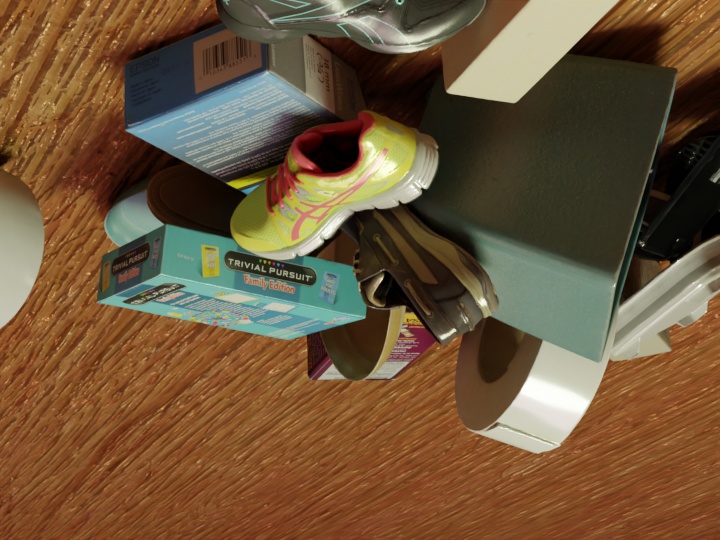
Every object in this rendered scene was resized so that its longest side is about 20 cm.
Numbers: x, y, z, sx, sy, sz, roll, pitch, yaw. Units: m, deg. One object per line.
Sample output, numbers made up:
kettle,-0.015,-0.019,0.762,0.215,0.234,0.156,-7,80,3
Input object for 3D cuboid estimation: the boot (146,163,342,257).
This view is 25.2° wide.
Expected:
boot,-0.129,-0.036,1.483,0.198,0.078,0.155,1,163,-32

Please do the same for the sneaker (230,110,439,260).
sneaker,-0.038,-0.077,1.291,0.199,0.079,0.090,-27,142,30

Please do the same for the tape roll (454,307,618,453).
tape roll,0.163,0.066,1.511,0.070,0.205,0.202,19,152,-17

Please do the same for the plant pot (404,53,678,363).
plant pot,0.139,-0.066,1.352,0.197,0.198,0.197,15,161,11

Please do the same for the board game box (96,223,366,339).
board game box,-0.114,0.013,1.432,0.198,0.048,0.150,13,164,-28

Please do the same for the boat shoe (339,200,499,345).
boat shoe,0.025,-0.009,1.304,0.073,0.199,0.075,-43,136,-12

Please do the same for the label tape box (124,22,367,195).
label tape box,-0.078,-0.129,1.322,0.143,0.064,0.199,-17,155,27

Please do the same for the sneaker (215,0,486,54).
sneaker,-0.006,-0.201,1.143,0.197,0.076,0.079,-3,156,-2

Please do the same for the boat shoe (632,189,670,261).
boat shoe,0.206,-0.056,1.512,0.197,0.058,0.067,12,149,-2

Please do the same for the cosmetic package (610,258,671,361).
cosmetic package,0.263,0.016,1.685,0.072,0.105,0.200,-12,155,21

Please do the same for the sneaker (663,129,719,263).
sneaker,0.344,-0.080,1.535,0.089,0.070,0.201,-28,156,-21

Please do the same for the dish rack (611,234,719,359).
dish rack,0.315,0.019,1.539,0.199,0.044,0.172,-22,161,-50

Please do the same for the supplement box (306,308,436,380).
supplement box,0.018,0.020,1.616,0.102,0.133,0.200,3,158,-20

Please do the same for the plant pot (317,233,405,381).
plant pot,0.000,0.000,1.476,0.027,0.203,0.200,-2,159,-23

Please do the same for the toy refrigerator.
toy refrigerator,0.130,-0.203,1.161,0.069,0.077,0.200,5,156,-22

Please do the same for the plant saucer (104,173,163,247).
plant saucer,-0.147,-0.055,1.545,0.197,0.028,0.201,-4,158,-2

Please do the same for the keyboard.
keyboard,0.312,-0.099,1.398,0.104,0.040,0.201,16,117,-53

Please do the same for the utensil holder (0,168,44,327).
utensil holder,-0.390,-0.037,1.361,0.168,0.172,0.199,-16,156,29
